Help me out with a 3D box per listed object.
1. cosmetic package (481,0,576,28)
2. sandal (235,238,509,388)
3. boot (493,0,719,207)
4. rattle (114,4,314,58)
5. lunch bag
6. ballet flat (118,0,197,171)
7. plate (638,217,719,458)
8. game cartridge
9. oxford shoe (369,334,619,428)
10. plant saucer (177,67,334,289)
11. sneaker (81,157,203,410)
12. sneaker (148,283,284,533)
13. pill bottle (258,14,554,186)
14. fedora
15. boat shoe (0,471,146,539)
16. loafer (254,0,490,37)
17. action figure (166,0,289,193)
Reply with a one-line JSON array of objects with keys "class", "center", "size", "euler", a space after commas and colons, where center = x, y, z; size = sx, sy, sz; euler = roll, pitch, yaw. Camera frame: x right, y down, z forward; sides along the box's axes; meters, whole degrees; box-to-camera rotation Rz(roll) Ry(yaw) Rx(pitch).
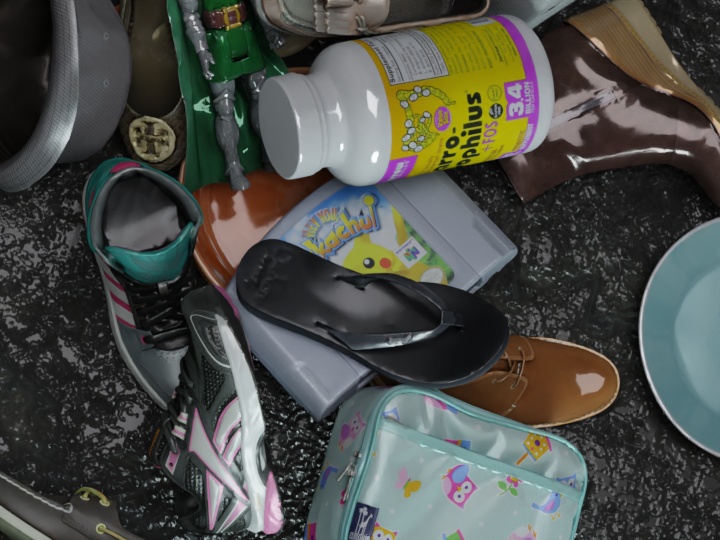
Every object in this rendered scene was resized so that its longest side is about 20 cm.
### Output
[{"class": "cosmetic package", "center": [0.138, -0.288, 1.545], "size": [0.167, 0.200, 0.167], "euler": [-33, 89, -15]}, {"class": "sandal", "center": [0.007, 0.031, 1.450], "size": [0.199, 0.043, 0.076], "euler": [15, 69, 2]}, {"class": "boot", "center": [0.194, -0.098, 1.607], "size": [0.166, 0.072, 0.200], "euler": [-34, 91, -4]}, {"class": "rattle", "center": [-0.104, -0.229, 1.561], "size": [0.199, 0.143, 0.130], "euler": [-18, 126, 21]}, {"class": "lunch bag", "center": [0.063, 0.169, 1.493], "size": [0.199, 0.077, 0.161], "euler": [21, 82, -25]}, {"class": "ballet flat", "center": [-0.150, -0.169, 1.489], "size": [0.067, 0.046, 0.201], "euler": [7, 104, 8]}, {"class": "plate", "center": [0.310, 0.055, 1.618], "size": [0.199, 0.026, 0.201], "euler": [2, 80, -12]}, {"class": "game cartridge", "center": [0.000, 0.000, 1.503], "size": [0.200, 0.041, 0.133], "euler": [-40, 73, -17]}, {"class": "oxford shoe", "center": [0.106, 0.079, 1.543], "size": [0.199, 0.071, 0.072], "euler": [5, 78, -13]}, {"class": "plant saucer", "center": [-0.041, -0.053, 1.551], "size": [0.199, 0.032, 0.201], "euler": [2, 79, -12]}, {"class": "sneaker", "center": [-0.143, 0.007, 1.469], "size": [0.083, 0.121, 0.201], "euler": [-22, 87, -12]}, {"class": "sneaker", "center": [-0.110, 0.111, 1.452], "size": [0.086, 0.080, 0.201], "euler": [-12, 115, -5]}, {"class": "pill bottle", "center": [0.032, -0.119, 1.475], "size": [0.199, 0.104, 0.105], "euler": [-13, 84, -22]}, {"class": "fedora", "center": [-0.227, -0.157, 1.477], "size": [0.090, 0.177, 0.201], "euler": [1, 76, -43]}, {"class": "boat shoe", "center": [-0.187, 0.191, 1.458], "size": [0.201, 0.072, 0.061], "euler": [34, 75, -14]}, {"class": "loafer", "center": [0.013, -0.202, 1.478], "size": [0.200, 0.063, 0.072], "euler": [-8, 106, -47]}, {"class": "action figure", "center": [-0.094, -0.161, 1.475], "size": [0.118, 0.055, 0.201], "euler": [-24, 112, -29]}]
